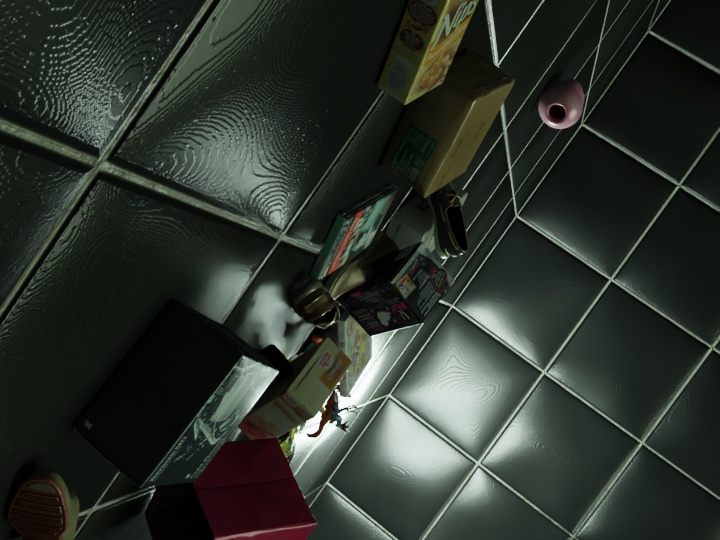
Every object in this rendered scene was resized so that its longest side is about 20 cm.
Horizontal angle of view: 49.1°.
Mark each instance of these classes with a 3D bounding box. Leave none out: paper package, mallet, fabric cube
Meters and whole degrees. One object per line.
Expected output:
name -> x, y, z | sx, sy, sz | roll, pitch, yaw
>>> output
paper package -> 0.147, -0.251, 1.342 | 0.191, 0.103, 0.200 | -35, 158, -52
mallet -> -0.192, 0.229, 1.447 | 0.041, 0.066, 0.200 | -2, 129, -59
fabric cube -> -0.231, 0.434, 1.379 | 0.199, 0.200, 0.196 | 5, 126, -38

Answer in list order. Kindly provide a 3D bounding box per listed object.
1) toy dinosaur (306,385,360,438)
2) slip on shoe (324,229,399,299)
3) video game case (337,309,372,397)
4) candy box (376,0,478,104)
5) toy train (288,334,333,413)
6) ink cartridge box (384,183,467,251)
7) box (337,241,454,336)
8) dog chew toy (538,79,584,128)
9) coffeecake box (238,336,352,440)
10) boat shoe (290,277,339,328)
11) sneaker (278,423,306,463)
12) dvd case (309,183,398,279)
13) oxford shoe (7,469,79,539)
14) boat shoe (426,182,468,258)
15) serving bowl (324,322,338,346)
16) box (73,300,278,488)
toy dinosaur -> -0.074, 0.403, 2.284 | 0.200, 0.105, 0.182 | -37, 142, -16
slip on shoe -> 0.000, 0.000, 1.553 | 0.200, 0.061, 0.076 | -45, 165, -34
video game case -> -0.010, 0.154, 1.751 | 0.200, 0.023, 0.183 | -50, 142, -63
candy box -> 0.102, -0.335, 1.069 | 0.115, 0.055, 0.200 | -40, 161, -46
toy train -> -0.087, 0.233, 1.701 | 0.150, 0.056, 0.200 | -46, 144, -27
ink cartridge box -> 0.134, -0.096, 1.731 | 0.200, 0.084, 0.146 | -44, 163, -40
box -> 0.072, 0.042, 1.611 | 0.132, 0.115, 0.200 | -49, -164, -31
dog chew toy -> 0.589, -0.491, 2.275 | 0.200, 0.124, 0.125 | -51, 169, -48
coffeecake box -> -0.127, 0.231, 1.484 | 0.200, 0.073, 0.154 | -37, -170, 45
boat shoe -> -0.075, 0.072, 1.409 | 0.076, 0.072, 0.200 | -38, 169, -1
sneaker -> -0.198, 0.417, 1.922 | 0.076, 0.075, 0.200 | -17, 131, -58
dvd case -> -0.010, -0.070, 1.427 | 0.200, 0.022, 0.146 | -35, 157, -53
oxford shoe -> -0.385, 0.292, 0.973 | 0.075, 0.070, 0.200 | -79, -172, -48
boat shoe -> 0.181, -0.128, 1.627 | 0.059, 0.201, 0.072 | -7, -179, 44
serving bowl -> -0.058, 0.200, 1.853 | 0.200, 0.066, 0.200 | -50, 167, -16
box -> -0.230, 0.165, 1.030 | 0.200, 0.124, 0.197 | -53, 165, -6
